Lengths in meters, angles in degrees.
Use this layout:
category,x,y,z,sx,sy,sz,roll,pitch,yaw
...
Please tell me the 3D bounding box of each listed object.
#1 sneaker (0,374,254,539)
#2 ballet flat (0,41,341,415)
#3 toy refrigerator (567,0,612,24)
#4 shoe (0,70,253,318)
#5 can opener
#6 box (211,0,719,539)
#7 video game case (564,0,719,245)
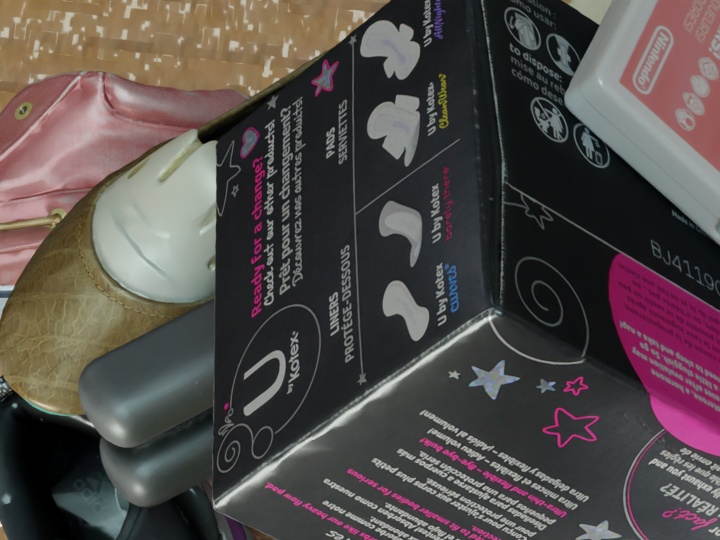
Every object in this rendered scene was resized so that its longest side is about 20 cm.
category,x,y,z,sx,sy,sz,roll,pitch,yaw
sneaker,-0.056,0.112,0.906,0.200,0.140,0.078,44,88,10
ballet flat,-0.034,-0.027,0.909,0.200,0.072,0.068,-33,77,-33
toy refrigerator,0.102,-0.060,0.958,0.076,0.070,0.200,41,85,13
shoe,-0.128,-0.017,0.971,0.199,0.071,0.092,-2,80,-1
can opener,0.000,0.000,0.884,0.199,0.054,0.067,-27,43,-13
box,0.066,0.026,0.790,0.115,0.199,0.133,-35,40,34
video game case,0.155,-0.031,0.791,0.200,0.017,0.143,41,50,-14
